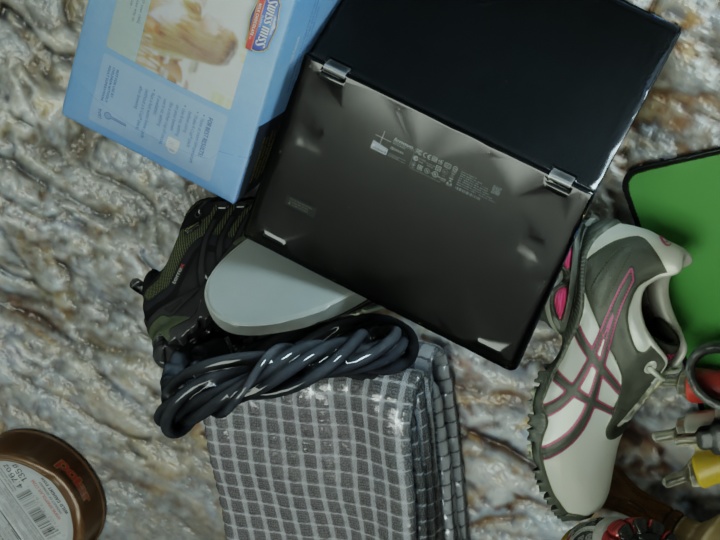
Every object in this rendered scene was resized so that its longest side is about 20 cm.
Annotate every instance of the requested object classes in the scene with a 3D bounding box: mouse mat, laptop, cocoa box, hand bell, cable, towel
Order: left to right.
[{"bbox_3d":[-0.078,-0.170,1.230,0.133,0.131,0.201,27,124,12],"label":"cocoa box"},{"bbox_3d":[-0.045,0.063,1.242,0.162,0.200,0.051,-9,92,5],"label":"cable"},{"bbox_3d":[-0.019,0.139,1.396,0.165,0.086,0.201,5,118,22],"label":"towel"},{"bbox_3d":[0.059,-0.082,1.218,0.187,0.116,0.201,27,119,10],"label":"laptop"},{"bbox_3d":[0.197,0.164,1.328,0.199,0.104,0.105,30,125,22],"label":"hand bell"},{"bbox_3d":[0.262,0.011,1.253,0.160,0.008,0.201,-11,110,29],"label":"mouse mat"},{"bbox_3d":[0.279,0.086,1.271,0.199,0.050,0.098,-5,98,13],"label":"cable"}]

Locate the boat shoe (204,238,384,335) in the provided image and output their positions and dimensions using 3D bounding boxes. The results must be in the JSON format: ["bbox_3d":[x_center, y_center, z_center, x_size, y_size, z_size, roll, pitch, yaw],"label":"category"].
[{"bbox_3d":[0.000,0.000,1.270,0.064,0.199,0.071,85,161,-56],"label":"boat shoe"}]

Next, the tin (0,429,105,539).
[{"bbox_3d":[-0.285,0.194,1.572,0.199,0.042,0.112,-28,98,32],"label":"tin"}]

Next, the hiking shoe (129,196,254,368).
[{"bbox_3d":[-0.073,-0.025,1.336,0.200,0.076,0.101,-39,55,11],"label":"hiking shoe"}]

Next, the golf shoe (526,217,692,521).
[{"bbox_3d":[0.154,0.068,1.267,0.088,0.077,0.201,10,110,27],"label":"golf shoe"}]

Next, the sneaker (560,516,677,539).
[{"bbox_3d":[0.179,0.249,1.302,0.082,0.078,0.201,1,105,58],"label":"sneaker"}]
